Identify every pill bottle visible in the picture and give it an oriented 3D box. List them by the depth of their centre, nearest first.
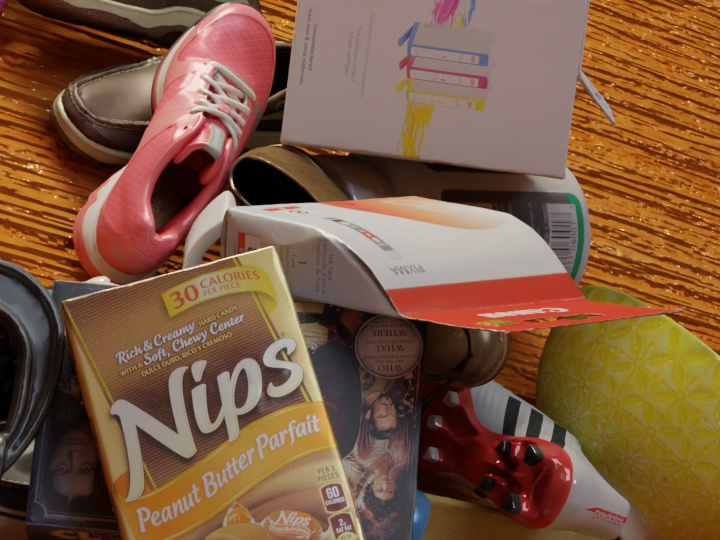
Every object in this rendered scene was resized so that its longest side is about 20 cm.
[{"bbox_3d":[0.042,-0.024,1.799,0.200,0.113,0.113,1,49,-42],"label":"pill bottle"}]

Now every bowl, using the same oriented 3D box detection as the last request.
[{"bbox_3d":[0.173,0.116,1.744,0.200,0.200,0.108,42,77,6],"label":"bowl"}]

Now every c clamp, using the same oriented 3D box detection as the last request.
[{"bbox_3d":[-0.249,0.063,1.432,0.199,0.027,0.172,3,69,-13],"label":"c clamp"}]

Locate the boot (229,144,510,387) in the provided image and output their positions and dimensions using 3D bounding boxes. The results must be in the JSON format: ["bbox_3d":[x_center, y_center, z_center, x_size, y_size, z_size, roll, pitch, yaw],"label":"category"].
[{"bbox_3d":[0.000,0.000,1.660,0.200,0.074,0.075,39,7,10],"label":"boot"}]

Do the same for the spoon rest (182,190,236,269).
[{"bbox_3d":[-0.043,0.047,1.670,0.200,0.061,0.099,53,16,-22],"label":"spoon rest"}]

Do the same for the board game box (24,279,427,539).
[{"bbox_3d":[-0.068,0.081,1.476,0.199,0.035,0.136,5,69,-2],"label":"board game box"}]

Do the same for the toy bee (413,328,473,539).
[{"bbox_3d":[-0.002,0.133,1.546,0.131,0.109,0.200,48,66,-6],"label":"toy bee"}]

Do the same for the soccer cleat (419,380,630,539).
[{"bbox_3d":[0.087,0.108,1.691,0.085,0.069,0.200,24,5,-32],"label":"soccer cleat"}]

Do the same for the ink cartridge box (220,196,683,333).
[{"bbox_3d":[0.049,-0.005,1.513,0.200,0.050,0.162,7,8,41],"label":"ink cartridge box"}]

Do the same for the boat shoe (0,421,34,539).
[{"bbox_3d":[-0.144,0.100,1.528,0.199,0.071,0.072,3,49,-38],"label":"boat shoe"}]

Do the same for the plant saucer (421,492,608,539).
[{"bbox_3d":[0.081,0.226,1.610,0.199,0.048,0.200,14,41,-30],"label":"plant saucer"}]

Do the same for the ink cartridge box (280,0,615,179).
[{"bbox_3d":[0.060,-0.132,1.731,0.199,0.126,0.129,7,10,1],"label":"ink cartridge box"}]

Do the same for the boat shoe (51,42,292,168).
[{"bbox_3d":[-0.106,-0.117,1.792,0.202,0.075,0.075,-11,57,-48],"label":"boat shoe"}]

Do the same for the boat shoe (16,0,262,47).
[{"bbox_3d":[-0.142,-0.188,1.827,0.075,0.075,0.202,12,1,38],"label":"boat shoe"}]

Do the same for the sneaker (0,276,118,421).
[{"bbox_3d":[-0.167,0.041,1.593,0.199,0.071,0.093,11,26,-32],"label":"sneaker"}]

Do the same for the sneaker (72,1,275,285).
[{"bbox_3d":[-0.093,-0.077,1.694,0.074,0.087,0.201,35,66,-20],"label":"sneaker"}]

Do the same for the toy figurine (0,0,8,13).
[{"bbox_3d":[-0.248,-0.232,1.798,0.200,0.150,0.185,46,42,-33],"label":"toy figurine"}]

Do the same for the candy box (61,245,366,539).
[{"bbox_3d":[-0.070,0.099,1.419,0.115,0.055,0.201,-15,69,-8],"label":"candy box"}]
